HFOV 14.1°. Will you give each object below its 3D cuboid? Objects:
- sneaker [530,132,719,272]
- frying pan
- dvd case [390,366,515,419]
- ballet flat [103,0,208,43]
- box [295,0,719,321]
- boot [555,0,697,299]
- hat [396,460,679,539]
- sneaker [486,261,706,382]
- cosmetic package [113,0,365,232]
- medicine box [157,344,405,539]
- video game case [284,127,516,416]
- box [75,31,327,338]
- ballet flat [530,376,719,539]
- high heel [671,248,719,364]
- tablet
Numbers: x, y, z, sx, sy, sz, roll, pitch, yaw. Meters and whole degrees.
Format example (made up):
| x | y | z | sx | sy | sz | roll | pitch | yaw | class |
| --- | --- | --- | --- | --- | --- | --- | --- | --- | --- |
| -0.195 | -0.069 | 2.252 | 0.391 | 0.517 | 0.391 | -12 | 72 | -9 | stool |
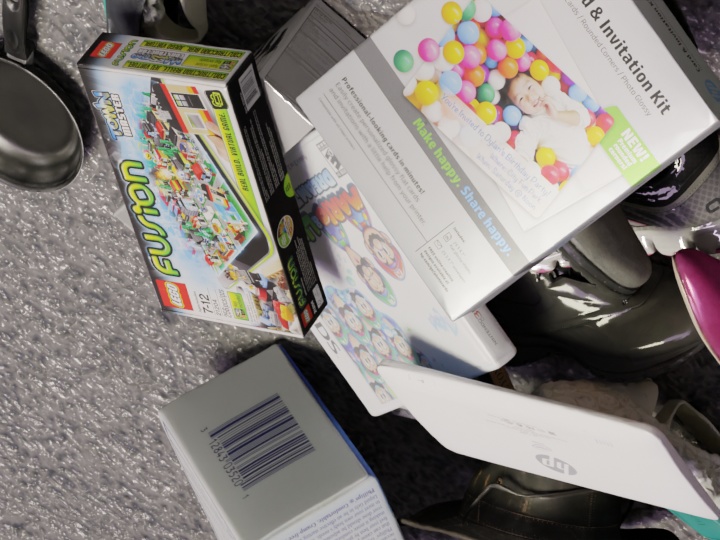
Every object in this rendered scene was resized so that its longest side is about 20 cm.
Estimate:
| x | y | z | sx | sy | sz | roll | pitch | yaw | class |
| --- | --- | --- | --- | --- | --- | --- | --- | --- | --- |
| 0.137 | -0.055 | 1.731 | 0.199 | 0.074 | 0.088 | -3 | 131 | 30 | sneaker |
| -0.240 | -0.131 | 1.935 | 0.114 | 0.031 | 0.191 | 8 | 132 | 27 | frying pan |
| 0.025 | 0.018 | 1.869 | 0.148 | 0.016 | 0.201 | 9 | 132 | 55 | dvd case |
| -0.128 | -0.144 | 1.818 | 0.073 | 0.073 | 0.201 | 20 | 138 | 15 | ballet flat |
| 0.083 | -0.091 | 1.593 | 0.200 | 0.041 | 0.156 | -37 | 86 | 27 | box |
| 0.137 | -0.093 | 1.635 | 0.130 | 0.068 | 0.200 | -33 | 95 | 18 | boot |
| 0.118 | 0.140 | 1.929 | 0.200 | 0.200 | 0.081 | 5 | 94 | 30 | hat |
| 0.135 | 0.014 | 1.805 | 0.199 | 0.076 | 0.091 | 0 | 128 | 33 | sneaker |
| -0.077 | -0.088 | 1.832 | 0.051 | 0.083 | 0.200 | 42 | 140 | -8 | cosmetic package |
| -0.035 | 0.187 | 2.010 | 0.182 | 0.103 | 0.201 | 51 | 168 | 52 | medicine box |
| 0.000 | 0.000 | 1.840 | 0.182 | 0.024 | 0.200 | 55 | 155 | -4 | video game case |
| -0.095 | -0.051 | 1.789 | 0.110 | 0.035 | 0.201 | 9 | 135 | 29 | box |
| 0.179 | 0.104 | 1.847 | 0.072 | 0.072 | 0.200 | -14 | 142 | 43 | ballet flat |
| 0.264 | 0.034 | 1.719 | 0.096 | 0.068 | 0.200 | -29 | 126 | 21 | high heel |
| 0.115 | 0.105 | 1.795 | 0.199 | 0.014 | 0.130 | 14 | 159 | 32 | tablet |
